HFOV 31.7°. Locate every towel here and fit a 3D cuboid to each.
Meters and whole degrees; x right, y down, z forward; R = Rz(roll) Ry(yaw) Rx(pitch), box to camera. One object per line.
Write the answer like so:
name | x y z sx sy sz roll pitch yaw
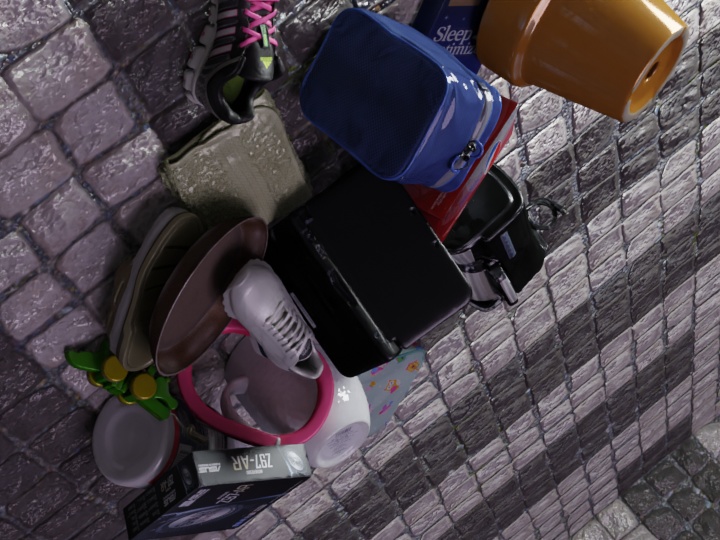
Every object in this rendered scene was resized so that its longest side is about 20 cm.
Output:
towel | -0.131 -0.100 1.388 0.148 0.037 0.200 -37 150 -7

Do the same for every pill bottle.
pill bottle | -0.233 0.221 1.605 0.120 0.120 0.200 -47 150 9

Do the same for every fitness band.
fitness band | -0.129 0.137 1.556 0.037 0.198 0.145 141 -30 -75

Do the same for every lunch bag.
lunch bag | -0.005 0.166 1.846 0.159 0.077 0.201 -6 135 -44
lunch bag | 0.052 -0.174 1.342 0.132 0.200 0.137 3 123 -55

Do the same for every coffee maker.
coffee maker | 0.179 -0.068 1.731 0.193 0.134 0.200 -60 155 -14

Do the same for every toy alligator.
toy alligator | -0.249 0.132 1.475 0.059 0.199 0.055 -21 -141 56

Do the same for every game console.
game console | 0.000 0.000 1.468 0.116 0.201 0.176 -36 -177 -32

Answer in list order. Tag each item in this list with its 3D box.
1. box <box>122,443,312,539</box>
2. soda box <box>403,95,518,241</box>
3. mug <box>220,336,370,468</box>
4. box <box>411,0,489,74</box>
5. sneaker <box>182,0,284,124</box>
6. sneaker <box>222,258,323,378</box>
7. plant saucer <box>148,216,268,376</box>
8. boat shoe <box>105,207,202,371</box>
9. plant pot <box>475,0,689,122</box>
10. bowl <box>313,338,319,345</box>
box | -0.176 0.270 1.544 0.159 0.044 0.200 2 151 -38
soda box | 0.115 -0.129 1.529 0.201 0.070 0.064 -55 164 -27
mug | -0.091 0.169 1.648 0.199 0.176 0.149 -12 140 -41
box | 0.108 -0.276 1.446 0.120 0.032 0.201 -12 138 -41
sneaker | -0.103 -0.223 1.206 0.073 0.088 0.201 -8 136 -44
sneaker | -0.094 0.058 1.458 0.076 0.080 0.200 -47 150 -10
plant saucer | -0.170 0.022 1.384 0.201 0.032 0.201 -54 165 -21
boat shoe | -0.234 0.011 1.379 0.074 0.068 0.201 -3 127 -47
plant pot | 0.262 -0.269 1.438 0.200 0.183 0.201 -44 160 -20
bowl | -0.005 0.051 1.588 0.199 0.091 0.201 -13 170 -2
